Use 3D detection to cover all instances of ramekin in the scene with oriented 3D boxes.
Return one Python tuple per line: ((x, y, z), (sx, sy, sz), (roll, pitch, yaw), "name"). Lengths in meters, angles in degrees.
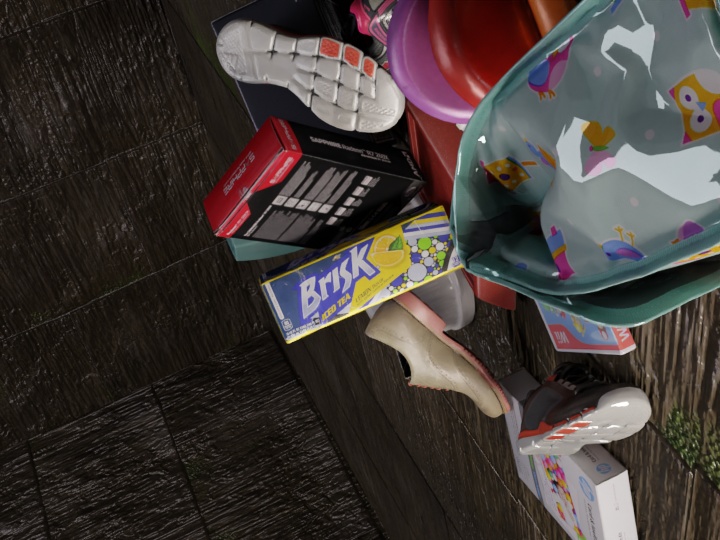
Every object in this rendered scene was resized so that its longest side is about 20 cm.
((0.052, -0.003, 1.230), (0.201, 0.105, 0.200), (61, 167, 24), "ramekin")

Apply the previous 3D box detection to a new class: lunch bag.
((0.146, -0.059, 0.405), (0.122, 0.170, 0.200), (63, 150, 11), "lunch bag")

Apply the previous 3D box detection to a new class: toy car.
((0.089, -0.146, 0.570), (0.175, 0.150, 0.200), (64, 165, -13), "toy car")

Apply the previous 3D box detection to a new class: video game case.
((0.170, -0.020, 0.869), (0.201, 0.017, 0.143), (66, 169, -1), "video game case")

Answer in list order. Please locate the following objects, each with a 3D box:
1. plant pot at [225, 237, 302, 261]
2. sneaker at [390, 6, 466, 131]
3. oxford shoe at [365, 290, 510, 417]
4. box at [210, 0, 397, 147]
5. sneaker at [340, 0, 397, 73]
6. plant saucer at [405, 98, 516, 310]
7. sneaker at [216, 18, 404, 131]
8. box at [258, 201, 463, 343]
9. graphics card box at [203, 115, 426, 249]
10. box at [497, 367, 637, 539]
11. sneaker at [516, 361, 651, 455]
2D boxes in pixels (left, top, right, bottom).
((-0.144, -0.104, 1.685), (0.142, 0.199, 0.141), (64, 168, 10), "plant pot")
((0.095, -0.138, 0.768), (0.076, 0.080, 0.201), (14, -126, -77), "sneaker")
((0.084, 0.103, 1.061), (0.200, 0.075, 0.070), (45, 175, -18), "oxford shoe")
((-0.058, -0.209, 1.113), (0.198, 0.123, 0.201), (-47, -66, -79), "box")
((0.016, -0.238, 0.991), (0.081, 0.074, 0.200), (64, 169, 11), "sneaker")
((0.098, -0.076, 0.983), (0.200, 0.037, 0.200), (76, 168, -59), "plant saucer")
((-0.040, -0.202, 0.958), (0.200, 0.082, 0.077), (27, 113, 13), "sneaker")
((0.000, 0.000, 0.992), (0.064, 0.199, 0.070), (-140, 27, -79), "box")
((-0.043, -0.079, 0.972), (0.125, 0.200, 0.051), (-47, 54, 32), "graphics card box")
((0.225, 0.220, 1.053), (0.200, 0.041, 0.156), (47, 158, 56), "box")
((0.195, 0.120, 0.903), (0.200, 0.077, 0.082), (133, 140, -64), "sneaker")
